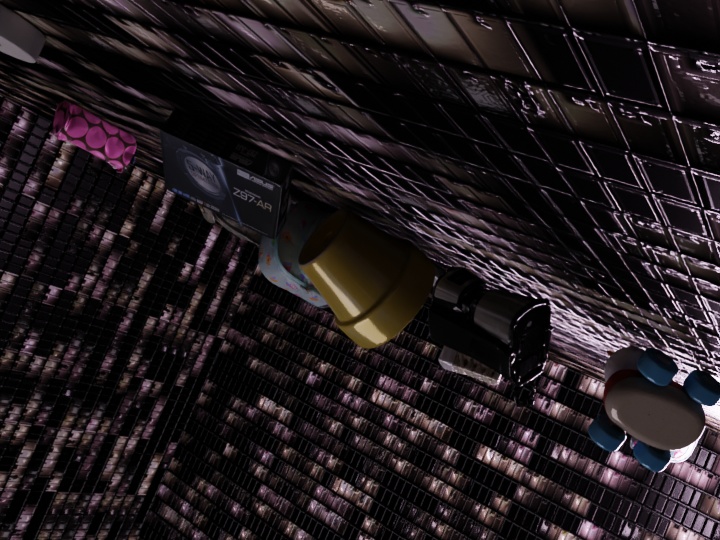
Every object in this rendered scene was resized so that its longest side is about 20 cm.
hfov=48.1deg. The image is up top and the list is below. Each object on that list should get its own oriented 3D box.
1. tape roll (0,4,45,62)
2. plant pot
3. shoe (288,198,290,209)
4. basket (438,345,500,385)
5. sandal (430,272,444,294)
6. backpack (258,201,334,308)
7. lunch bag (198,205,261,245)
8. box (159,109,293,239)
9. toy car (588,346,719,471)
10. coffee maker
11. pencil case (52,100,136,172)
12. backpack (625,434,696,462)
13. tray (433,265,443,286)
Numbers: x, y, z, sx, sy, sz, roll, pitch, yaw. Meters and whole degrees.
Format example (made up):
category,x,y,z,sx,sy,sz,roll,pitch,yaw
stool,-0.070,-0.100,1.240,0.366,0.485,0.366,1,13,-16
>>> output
category,x,y,z,sx,sy,sz,roll,pitch,yaw
tape roll,-0.504,-0.330,1.029,0.200,0.038,0.203,24,177,1
plant pot,0.000,0.000,1.416,0.189,0.202,0.200,42,171,-20
shoe,-0.210,-0.161,1.358,0.199,0.072,0.091,33,174,-33
basket,0.239,0.150,1.612,0.122,0.137,0.200,22,174,13
sandal,0.169,0.030,1.776,0.075,0.049,0.200,25,177,-16
backpack,-0.090,-0.036,1.563,0.198,0.178,0.153,25,161,-23
lunch bag,-0.295,-0.151,1.808,0.199,0.119,0.164,32,176,-21
box,-0.203,-0.141,1.227,0.198,0.044,0.161,25,152,2
toy car,0.496,0.202,1.409,0.175,0.186,0.201,24,-153,-7
coffee maker,0.218,0.112,1.413,0.133,0.195,0.199,4,-166,-42
pencil case,-0.619,-0.310,1.876,0.199,0.095,0.090,28,176,-43
backpack,0.880,0.459,2.335,0.197,0.180,0.151,21,-177,-13
tray,0.107,-0.013,1.630,0.107,0.022,0.200,43,171,-21
